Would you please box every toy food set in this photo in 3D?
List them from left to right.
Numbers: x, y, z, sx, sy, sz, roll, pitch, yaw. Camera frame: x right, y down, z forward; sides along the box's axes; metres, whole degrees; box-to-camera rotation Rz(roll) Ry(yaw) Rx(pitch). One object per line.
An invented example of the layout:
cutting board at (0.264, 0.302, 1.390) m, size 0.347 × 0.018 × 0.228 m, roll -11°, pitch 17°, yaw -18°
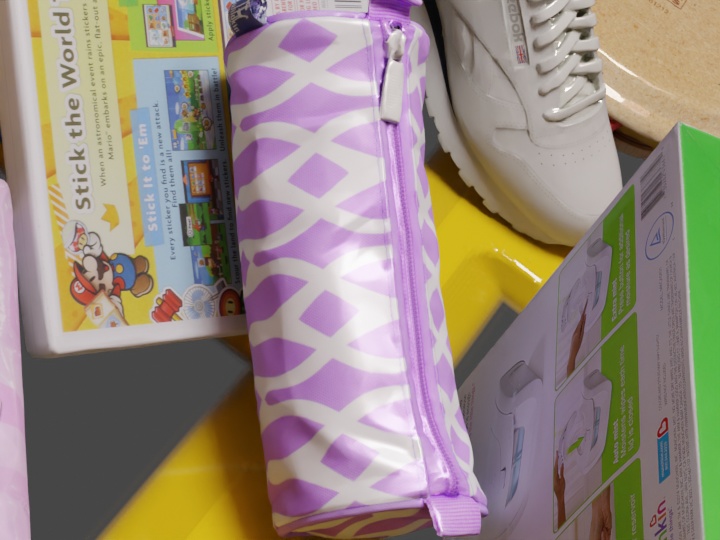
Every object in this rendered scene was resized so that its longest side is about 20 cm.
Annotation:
toy food set at (0.142, -0.127, 1.025) m, size 0.199 × 0.049 × 0.199 m, roll 25°, pitch 44°, yaw -11°

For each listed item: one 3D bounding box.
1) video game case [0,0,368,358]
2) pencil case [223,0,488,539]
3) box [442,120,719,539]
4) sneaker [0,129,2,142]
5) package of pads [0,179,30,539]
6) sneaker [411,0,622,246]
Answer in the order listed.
video game case at (-0.060, -0.075, 0.790) m, size 0.181 × 0.023 × 0.202 m, roll -5°, pitch 88°, yaw -41°
pencil case at (0.000, 0.000, 0.749) m, size 0.084 × 0.085 × 0.202 m, roll 2°, pitch 77°, yaw -48°
box at (0.105, 0.085, 0.719) m, size 0.096 × 0.177 × 0.201 m, roll 20°, pitch 44°, yaw -16°
sneaker at (-0.084, -0.090, 0.831) m, size 0.198 × 0.078 × 0.071 m, roll 1°, pitch 52°, yaw -31°
package of pads at (-0.169, 0.051, 0.656) m, size 0.120 × 0.076 × 0.201 m, roll 12°, pitch 47°, yaw -26°
sneaker at (0.072, -0.106, 0.899) m, size 0.076 × 0.080 × 0.201 m, roll -30°, pitch 99°, yaw -39°
